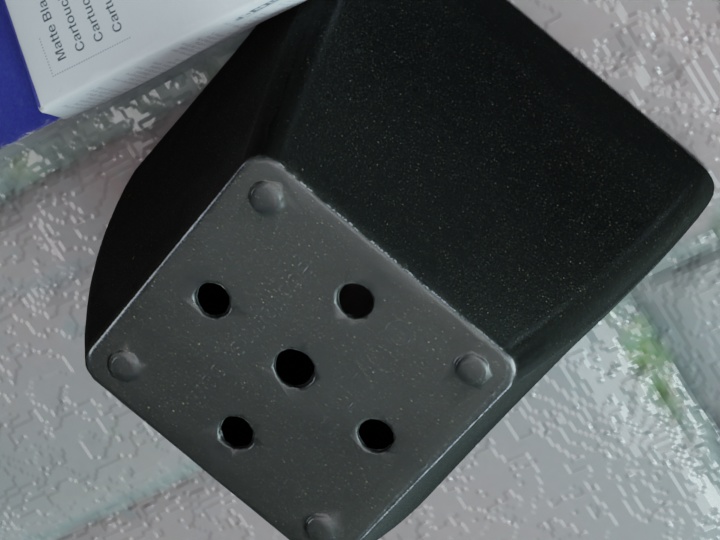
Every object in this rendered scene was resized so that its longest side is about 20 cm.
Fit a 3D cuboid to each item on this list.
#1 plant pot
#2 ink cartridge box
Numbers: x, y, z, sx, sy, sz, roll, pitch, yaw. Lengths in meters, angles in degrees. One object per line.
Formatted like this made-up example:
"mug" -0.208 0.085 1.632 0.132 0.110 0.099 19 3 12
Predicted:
"plant pot" 0.000 0.000 1.170 0.199 0.177 0.200 40 120 -4
"ink cartridge box" -0.120 -0.173 1.156 0.200 0.041 0.200 -24 81 27
